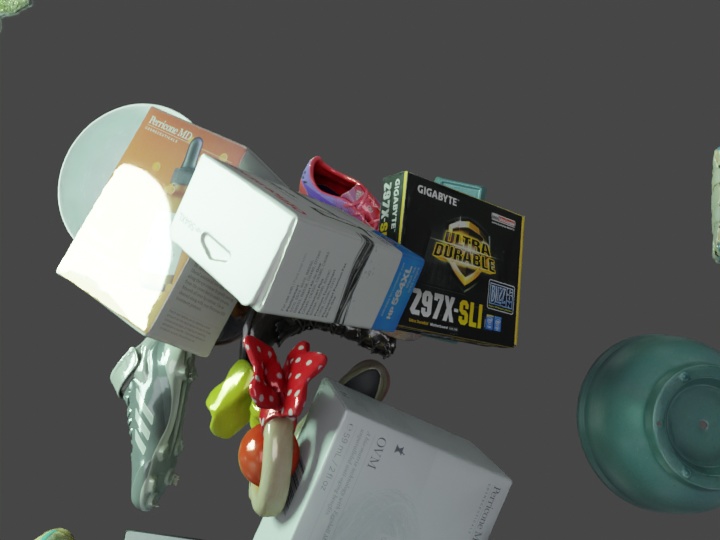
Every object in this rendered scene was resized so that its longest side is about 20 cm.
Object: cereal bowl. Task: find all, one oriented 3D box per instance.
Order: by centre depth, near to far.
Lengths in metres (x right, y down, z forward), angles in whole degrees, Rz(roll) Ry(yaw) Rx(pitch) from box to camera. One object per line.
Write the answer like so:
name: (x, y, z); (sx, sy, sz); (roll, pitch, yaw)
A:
cereal bowl: (-0.267, -0.098, 0.810); (0.193, 0.083, 0.207); (-1, 80, 4)

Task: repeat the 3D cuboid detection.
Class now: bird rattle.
bird rattle: (-0.084, 0.159, 0.651); (0.110, 0.199, 0.168); (5, 75, -25)

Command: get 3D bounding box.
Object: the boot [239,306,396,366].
boot: (-0.037, 0.060, 0.765); (0.170, 0.070, 0.204); (24, 66, 6)

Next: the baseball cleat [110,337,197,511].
baseball cleat: (-0.258, 0.176, 0.776); (0.103, 0.070, 0.206); (8, 71, 11)

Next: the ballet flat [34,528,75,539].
ballet flat: (-0.359, 0.406, 0.733); (0.068, 0.071, 0.207); (-4, 80, 2)

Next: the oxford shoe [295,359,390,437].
oxford shoe: (-0.040, 0.185, 0.749); (0.070, 0.075, 0.202); (34, 83, 9)

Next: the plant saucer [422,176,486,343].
plant saucer: (0.108, -0.017, 0.808); (0.068, 0.019, 0.206); (11, 81, 6)

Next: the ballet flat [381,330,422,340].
ballet flat: (0.000, 0.000, 0.734); (0.198, 0.068, 0.068); (39, 56, 11)

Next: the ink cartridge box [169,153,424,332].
ink cartridge box: (-0.054, -0.020, 0.601); (0.145, 0.198, 0.086); (33, 100, 35)

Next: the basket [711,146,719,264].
basket: (0.506, -0.080, 0.724); (0.195, 0.138, 0.182); (1, 78, 35)

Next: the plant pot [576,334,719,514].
plant pot: (0.351, 0.167, 0.701); (0.193, 0.134, 0.207); (-1, 80, 4)

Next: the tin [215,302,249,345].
tin: (-0.153, -0.011, 0.779); (0.041, 0.111, 0.204); (17, 78, 45)

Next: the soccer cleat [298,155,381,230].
soccer cleat: (0.006, -0.062, 0.782); (0.198, 0.074, 0.068); (35, 55, 13)

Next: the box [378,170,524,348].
box: (0.104, -0.005, 0.734); (0.196, 0.049, 0.165); (14, 79, -36)

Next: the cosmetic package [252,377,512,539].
cosmetic package: (0.018, 0.254, 0.668); (0.196, 0.123, 0.204); (24, 90, -16)

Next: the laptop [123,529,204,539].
laptop: (-0.199, 0.404, 0.698); (0.193, 0.116, 0.193); (6, 79, 4)

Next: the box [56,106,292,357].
box: (-0.192, -0.041, 0.680); (0.150, 0.106, 0.204); (24, 82, 27)
